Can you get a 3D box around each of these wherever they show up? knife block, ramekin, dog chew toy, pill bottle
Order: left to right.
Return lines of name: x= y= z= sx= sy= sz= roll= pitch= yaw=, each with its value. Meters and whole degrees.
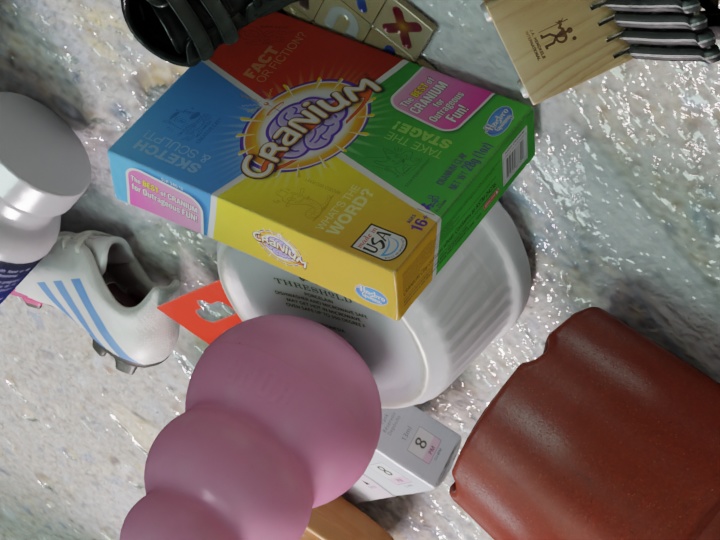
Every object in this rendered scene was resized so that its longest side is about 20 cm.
pill bottle: x=-0.284 y=-0.029 z=1.673 sx=0.116 sy=0.116 sz=0.200 roll=43 pitch=121 yaw=-5
dog chew toy: x=-0.074 y=0.122 z=1.431 sx=0.124 sy=0.200 sz=0.125 roll=27 pitch=149 yaw=18
ramekin: x=0.000 y=0.000 z=1.479 sx=0.202 sy=0.094 sz=0.203 roll=27 pitch=150 yaw=17
knife block: x=0.143 y=-0.164 z=1.192 sx=0.200 sy=0.175 sz=0.064 roll=-105 pitch=-12 yaw=-60

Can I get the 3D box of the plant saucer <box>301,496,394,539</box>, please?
plant saucer: x=-0.048 y=0.175 z=1.750 sx=0.200 sy=0.038 sz=0.200 roll=33 pitch=170 yaw=7

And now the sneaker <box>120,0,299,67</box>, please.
sneaker: x=-0.058 y=-0.164 z=1.336 sx=0.200 sy=0.099 sz=0.071 roll=-8 pitch=122 yaw=48

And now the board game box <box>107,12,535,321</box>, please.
board game box: x=-0.022 y=-0.067 z=1.366 sx=0.199 sy=0.153 sz=0.040 roll=22 pitch=142 yaw=24

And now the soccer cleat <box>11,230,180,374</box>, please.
soccer cleat: x=-0.210 y=-0.005 z=1.740 sx=0.200 sy=0.070 sz=0.087 roll=30 pitch=123 yaw=21

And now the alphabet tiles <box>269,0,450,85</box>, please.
alphabet tiles: x=-0.025 y=-0.126 z=1.446 sx=0.166 sy=0.006 sz=0.200 roll=38 pitch=148 yaw=2

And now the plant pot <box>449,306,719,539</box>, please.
plant pot: x=0.172 y=0.136 z=1.406 sx=0.195 sy=0.201 sz=0.201 roll=39 pitch=149 yaw=18

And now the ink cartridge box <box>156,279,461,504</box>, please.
ink cartridge box: x=-0.047 y=0.088 z=1.629 sx=0.200 sy=0.057 sz=0.162 roll=30 pitch=162 yaw=-15
